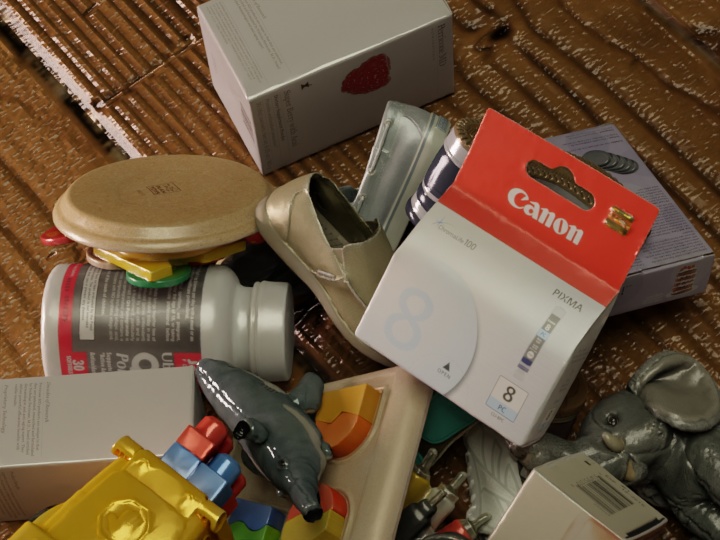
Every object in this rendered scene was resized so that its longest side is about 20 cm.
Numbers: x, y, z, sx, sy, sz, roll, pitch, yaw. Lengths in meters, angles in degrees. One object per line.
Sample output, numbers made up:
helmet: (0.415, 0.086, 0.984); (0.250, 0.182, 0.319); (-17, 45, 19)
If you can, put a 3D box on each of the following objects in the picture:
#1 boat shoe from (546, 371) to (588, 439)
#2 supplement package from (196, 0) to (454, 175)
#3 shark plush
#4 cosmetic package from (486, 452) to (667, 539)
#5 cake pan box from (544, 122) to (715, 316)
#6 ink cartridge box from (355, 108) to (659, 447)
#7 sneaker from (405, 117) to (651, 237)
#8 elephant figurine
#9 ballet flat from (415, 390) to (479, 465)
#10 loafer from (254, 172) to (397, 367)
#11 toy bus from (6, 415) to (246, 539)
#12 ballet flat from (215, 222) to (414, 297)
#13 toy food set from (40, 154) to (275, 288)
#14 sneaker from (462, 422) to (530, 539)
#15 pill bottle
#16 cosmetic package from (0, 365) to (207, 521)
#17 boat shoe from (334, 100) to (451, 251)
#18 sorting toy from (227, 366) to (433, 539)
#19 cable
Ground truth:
boat shoe: (0.122, 0.068, 1.505); (0.072, 0.072, 0.200); (-15, 45, -21)
supplement package: (-0.028, -0.198, 1.640); (0.199, 0.121, 0.120); (-24, 61, -10)
shark plush: (-0.074, 0.138, 1.379); (0.091, 0.083, 0.200); (-43, 33, 18)
cosmetic package: (0.125, 0.241, 1.327); (0.087, 0.103, 0.201); (38, 110, 20)
cake pan box: (0.168, -0.035, 1.531); (0.199, 0.053, 0.184); (-14, 44, -20)
ink cartridge box: (0.106, 0.004, 1.348); (0.160, 0.047, 0.201); (33, 110, 22)
sneaker: (0.130, -0.043, 1.462); (0.199, 0.109, 0.070); (21, 34, -26)
elephant figurine: (0.237, 0.135, 1.418); (0.199, 0.155, 0.142); (32, 93, 14)
ballet flat: (0.046, 0.122, 1.457); (0.200, 0.068, 0.062); (-34, 15, 25)
loafer: (0.000, 0.000, 1.462); (0.200, 0.068, 0.076); (43, 39, 4)
toy bus: (-0.152, 0.208, 1.362); (0.135, 0.200, 0.192); (33, 68, 19)
ballet flat: (-0.035, -0.024, 1.588); (0.199, 0.067, 0.057); (-22, 21, -10)
toy food set: (-0.166, -0.048, 1.535); (0.197, 0.049, 0.200); (-20, 30, -37)
sneaker: (0.113, 0.175, 1.447); (0.081, 0.075, 0.200); (-30, 59, -1)
pill bottle: (-0.157, 0.049, 1.510); (0.199, 0.111, 0.111); (0, 60, 4)
cosmetic package: (-0.224, 0.142, 1.463); (0.199, 0.108, 0.085); (-4, 59, -1)
boat shoe: (0.006, -0.051, 1.529); (0.071, 0.202, 0.070); (26, 19, 0)
sorting toy: (-0.044, 0.165, 1.422); (0.199, 0.036, 0.186); (-13, 50, 42)
cable: (0.016, 0.236, 1.419); (0.200, 0.050, 0.097); (-43, 74, 8)
